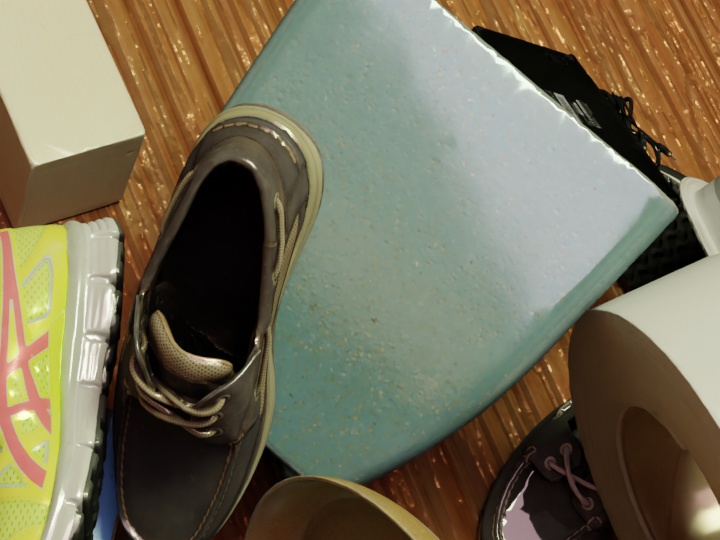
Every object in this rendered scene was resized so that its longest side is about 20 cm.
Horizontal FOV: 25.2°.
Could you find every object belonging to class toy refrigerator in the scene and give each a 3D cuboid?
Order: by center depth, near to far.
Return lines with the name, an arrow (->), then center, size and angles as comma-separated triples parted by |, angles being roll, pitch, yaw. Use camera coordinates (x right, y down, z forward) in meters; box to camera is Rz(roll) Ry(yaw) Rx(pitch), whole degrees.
toy refrigerator -> -0.182, -0.131, 0.842 | 0.069, 0.076, 0.202 | -19, 72, -26

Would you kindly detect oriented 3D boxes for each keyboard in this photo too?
keyboard -> 0.120, -0.072, 0.899 | 0.103, 0.040, 0.201 | 15, 27, -19

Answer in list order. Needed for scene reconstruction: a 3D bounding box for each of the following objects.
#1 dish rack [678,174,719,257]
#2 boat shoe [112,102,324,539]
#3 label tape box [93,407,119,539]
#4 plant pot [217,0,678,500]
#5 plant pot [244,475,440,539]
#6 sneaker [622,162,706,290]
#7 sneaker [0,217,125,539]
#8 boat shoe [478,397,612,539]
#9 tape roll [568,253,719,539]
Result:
dish rack -> 0.261, 0.025, 0.838 | 0.199, 0.043, 0.173 | 19, 40, -42
boat shoe -> -0.071, 0.030, 0.667 | 0.074, 0.203, 0.073 | 15, 16, 10
label tape box -> -0.187, 0.123, 0.726 | 0.198, 0.063, 0.146 | 17, 60, -12
plant pot -> 0.000, 0.000, 0.780 | 0.196, 0.196, 0.201 | 39, 81, 2
plant pot -> 0.014, 0.180, 0.693 | 0.027, 0.200, 0.202 | -18, 72, -33
sneaker -> 0.227, 0.014, 0.934 | 0.200, 0.070, 0.090 | 46, 30, 15
sneaker -> -0.153, 0.067, 0.693 | 0.089, 0.078, 0.202 | 6, 57, -8
boat shoe -> 0.138, 0.082, 0.844 | 0.199, 0.057, 0.067 | -40, 74, -16
tape roll -> 0.171, 0.097, 0.721 | 0.070, 0.203, 0.204 | -21, 74, -12
